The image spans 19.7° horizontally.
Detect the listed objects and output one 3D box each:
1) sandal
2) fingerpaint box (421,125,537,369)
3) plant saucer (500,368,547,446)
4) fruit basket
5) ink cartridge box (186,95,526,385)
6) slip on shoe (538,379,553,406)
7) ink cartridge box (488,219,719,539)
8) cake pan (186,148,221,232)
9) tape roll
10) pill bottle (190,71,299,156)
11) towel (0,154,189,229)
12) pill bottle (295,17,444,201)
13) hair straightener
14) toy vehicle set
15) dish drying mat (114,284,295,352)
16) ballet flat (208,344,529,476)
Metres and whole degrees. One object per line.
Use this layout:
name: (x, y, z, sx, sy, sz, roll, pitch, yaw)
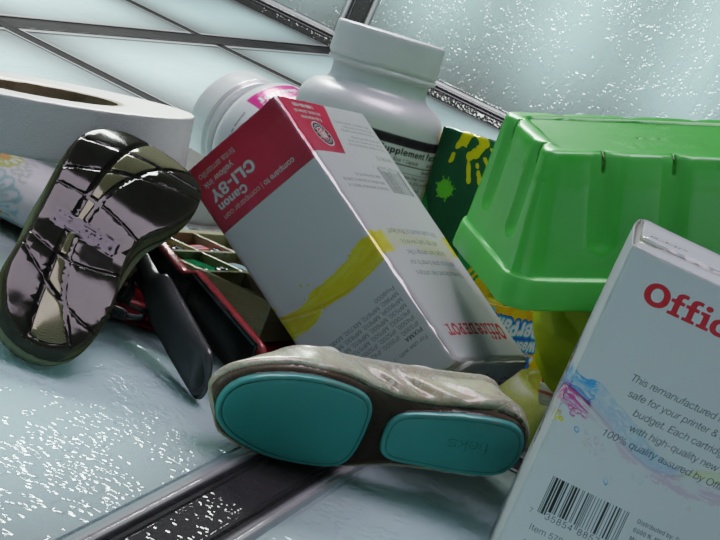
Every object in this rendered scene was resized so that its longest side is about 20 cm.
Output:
sandal: (-0.157, -0.013, 1.168, 0.080, 0.057, 0.201, 36, 41, -3)
fingerpaint box: (0.121, -0.006, 1.556, 0.073, 0.168, 0.199, 20, 5, 36)
plant saucer: (0.178, 0.118, 1.473, 0.199, 0.031, 0.200, 24, 10, -4)
fruit basket: (0.160, 0.010, 1.269, 0.214, 0.217, 0.156, 21, 13, -19)
ink cartridge box: (0.000, 0.000, 1.279, 0.201, 0.083, 0.145, 56, 16, 14)
slip on shoe: (0.198, 0.078, 1.440, 0.074, 0.062, 0.199, 16, 2, 43)
ink cartridge box: (0.170, 0.094, 1.102, 0.144, 0.201, 0.145, 25, 11, 5)
cake pan: (-0.188, -0.088, 1.636, 0.199, 0.037, 0.200, 24, 11, -5)
tape roll: (-0.205, -0.098, 1.305, 0.201, 0.037, 0.203, 10, 8, -1)
pill bottle: (-0.054, -0.088, 1.728, 0.113, 0.114, 0.200, 14, 14, -44)
towel: (-0.211, -0.059, 1.423, 0.170, 0.048, 0.200, 23, 10, 7)
pill bottle: (-0.005, -0.076, 1.511, 0.111, 0.202, 0.111, 16, 6, -2)
hair straightener: (-0.132, 0.002, 1.214, 0.076, 0.041, 0.200, -8, 46, -34)
toy vehicle set: (-0.079, 0.009, 1.356, 0.124, 0.027, 0.200, 24, 7, 17)
dish drying mat: (-0.114, 0.028, 1.290, 0.199, 0.018, 0.077, 19, 10, -23)
ballet flat: (0.000, 0.074, 1.145, 0.199, 0.068, 0.062, 14, 28, -26)
